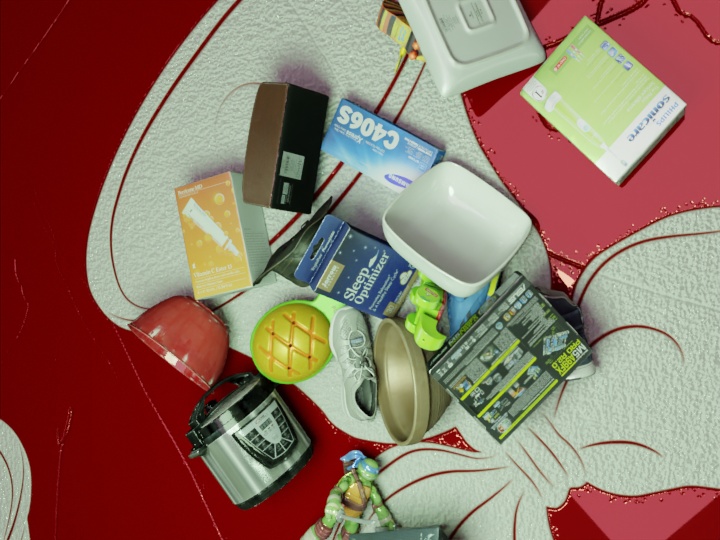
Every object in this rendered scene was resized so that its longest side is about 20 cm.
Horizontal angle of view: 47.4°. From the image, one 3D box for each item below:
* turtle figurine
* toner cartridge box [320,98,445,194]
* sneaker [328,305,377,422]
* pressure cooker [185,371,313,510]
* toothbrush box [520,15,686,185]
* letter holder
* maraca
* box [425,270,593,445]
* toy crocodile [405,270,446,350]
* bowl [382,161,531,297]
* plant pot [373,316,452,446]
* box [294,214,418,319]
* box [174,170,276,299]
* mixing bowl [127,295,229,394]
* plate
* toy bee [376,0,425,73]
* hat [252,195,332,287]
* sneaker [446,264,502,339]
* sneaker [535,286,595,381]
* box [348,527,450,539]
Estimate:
[{"bbox_3d":[-0.010,0.430,1.373,0.200,0.143,0.196,44,114,25],"label":"turtle figurine"},{"bbox_3d":[0.036,-0.203,1.381,0.197,0.043,0.097,30,105,18],"label":"toner cartridge box"},{"bbox_3d":[0.002,0.158,1.377,0.082,0.073,0.205,15,118,62],"label":"sneaker"},{"bbox_3d":[-0.198,0.283,1.412,0.177,0.176,0.202,-35,92,6],"label":"pressure cooker"},{"bbox_3d":[0.361,-0.251,1.225,0.200,0.086,0.146,45,107,15],"label":"toothbrush box"},{"bbox_3d":[-0.150,-0.211,1.406,0.140,0.099,0.205,14,96,41],"label":"letter holder"},{"bbox_3d":[-0.098,0.113,1.420,0.197,0.107,0.139,-28,95,2],"label":"maraca"},{"bbox_3d":[0.218,0.129,1.212,0.160,0.044,0.200,43,95,-8],"label":"box"},{"bbox_3d":[0.110,0.045,1.289,0.060,0.201,0.069,17,123,-2],"label":"toy crocodile"},{"bbox_3d":[0.146,-0.055,1.284,0.198,0.199,0.075,37,145,18],"label":"bowl"},{"bbox_3d":[0.092,0.174,1.327,0.090,0.200,0.207,-6,90,-17],"label":"plant pot"},{"bbox_3d":[0.000,0.000,1.338,0.123,0.197,0.032,-59,31,13],"label":"box"},{"bbox_3d":[-0.241,-0.062,1.470,0.122,0.097,0.205,-13,87,21],"label":"box"},{"bbox_3d":[-0.309,0.117,1.475,0.198,0.201,0.109,31,72,18],"label":"mixing bowl"},{"bbox_3d":[0.173,-0.390,1.265,0.196,0.032,0.204,-22,84,-16],"label":"plate"},{"bbox_3d":[0.094,-0.376,1.305,0.197,0.108,0.134,16,118,32],"label":"toy bee"},{"bbox_3d":[-0.091,-0.026,1.385,0.081,0.201,0.201,42,108,-9],"label":"hat"},{"bbox_3d":[0.163,0.080,1.304,0.077,0.066,0.204,16,72,13],"label":"sneaker"},{"bbox_3d":[0.254,0.105,1.282,0.197,0.077,0.150,-12,99,12],"label":"sneaker"},{"bbox_3d":[0.084,0.476,1.319,0.154,0.201,0.052,-10,50,21],"label":"box"}]
